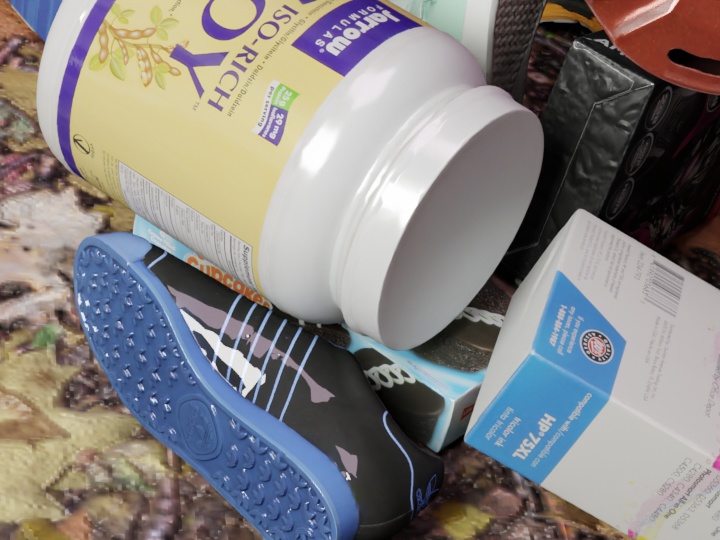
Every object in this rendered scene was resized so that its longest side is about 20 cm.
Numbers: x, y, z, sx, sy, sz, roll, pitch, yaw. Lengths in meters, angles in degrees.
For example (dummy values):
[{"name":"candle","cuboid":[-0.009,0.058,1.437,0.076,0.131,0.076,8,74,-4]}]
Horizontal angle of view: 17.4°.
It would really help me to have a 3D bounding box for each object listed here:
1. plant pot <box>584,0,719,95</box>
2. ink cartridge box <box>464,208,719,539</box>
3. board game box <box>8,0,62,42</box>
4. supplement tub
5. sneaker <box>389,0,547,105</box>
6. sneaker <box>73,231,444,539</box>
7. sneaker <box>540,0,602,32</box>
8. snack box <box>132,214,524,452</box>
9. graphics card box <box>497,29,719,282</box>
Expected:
[{"name":"plant pot","cuboid":[0.179,-0.188,1.090,0.200,0.201,0.195,15,33,2]},{"name":"ink cartridge box","cuboid":[0.157,0.072,1.058,0.200,0.067,0.116,31,38,-5]},{"name":"board game box","cuboid":[-0.075,-0.144,1.300,0.199,0.043,0.200,-15,46,-32]},{"name":"supplement tub","cuboid":[-0.032,-0.066,1.069,0.200,0.146,0.145,32,41,23]},{"name":"sneaker","cuboid":[0.028,-0.133,1.163,0.118,0.201,0.074,27,40,21]},{"name":"sneaker","cuboid":[-0.048,0.050,1.049,0.078,0.070,0.200,-19,55,-40]},{"name":"sneaker","cuboid":[0.128,-0.185,1.355,0.078,0.077,0.200,-30,31,-28]},{"name":"snack box","cuboid":[0.000,0.000,1.146,0.200,0.037,0.116,34,41,24]},{"name":"graphics card box","cuboid":[0.146,-0.069,1.178,0.051,0.126,0.200,33,28,21]}]
